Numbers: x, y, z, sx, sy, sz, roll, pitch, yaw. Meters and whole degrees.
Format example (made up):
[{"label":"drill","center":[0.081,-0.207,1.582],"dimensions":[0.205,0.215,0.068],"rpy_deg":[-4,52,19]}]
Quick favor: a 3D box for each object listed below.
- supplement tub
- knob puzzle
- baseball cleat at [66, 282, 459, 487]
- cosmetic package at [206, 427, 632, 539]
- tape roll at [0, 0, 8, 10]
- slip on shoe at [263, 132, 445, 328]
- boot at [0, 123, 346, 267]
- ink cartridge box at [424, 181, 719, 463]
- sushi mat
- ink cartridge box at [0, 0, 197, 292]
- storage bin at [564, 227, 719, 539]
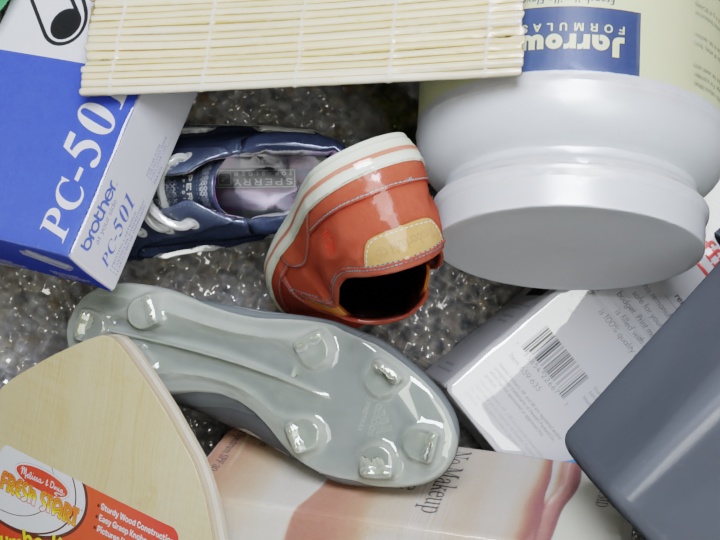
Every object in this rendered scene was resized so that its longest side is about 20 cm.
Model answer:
[{"label":"supplement tub","center":[0.100,-0.103,0.845],"dimensions":[0.145,0.145,0.200],"rpy_deg":[6,72,-8]},{"label":"knob puzzle","center":[-0.121,0.127,0.840],"dimensions":[0.030,0.220,0.220],"rpy_deg":[-1,92,-50]},{"label":"baseball cleat","center":[-0.037,0.048,0.861],"dimensions":[0.200,0.106,0.070],"rpy_deg":[21,93,17]},{"label":"cosmetic package","center":[0.023,0.136,0.847],"dimensions":[0.200,0.103,0.087],"rpy_deg":[7,107,11]},{"label":"tape roll","center":[-0.249,-0.177,0.826],"dimensions":[0.200,0.048,0.201],"rpy_deg":[8,73,-27]},{"label":"slip on shoe","center":[0.000,0.000,0.830],"dimensions":[0.074,0.200,0.061],"rpy_deg":[-21,77,-13]},{"label":"boot","center":[-0.101,-0.041,0.868],"dimensions":[0.200,0.090,0.073],"rpy_deg":[-9,93,-8]},{"label":"ink cartridge box","center":[0.147,0.035,0.917],"dimensions":[0.200,0.067,0.116],"rpy_deg":[-39,96,-5]},{"label":"sushi mat","center":[-0.025,-0.123,0.793],"dimensions":[0.200,0.012,0.096],"rpy_deg":[-1,70,12]},{"label":"ink cartridge box","center":[-0.123,-0.096,0.842],"dimensions":[0.094,0.044,0.200],"rpy_deg":[12,72,27]},{"label":"storage bin","center":[0.193,0.093,0.769],"dimensions":[0.134,0.146,0.200],"rpy_deg":[-44,106,2]}]
